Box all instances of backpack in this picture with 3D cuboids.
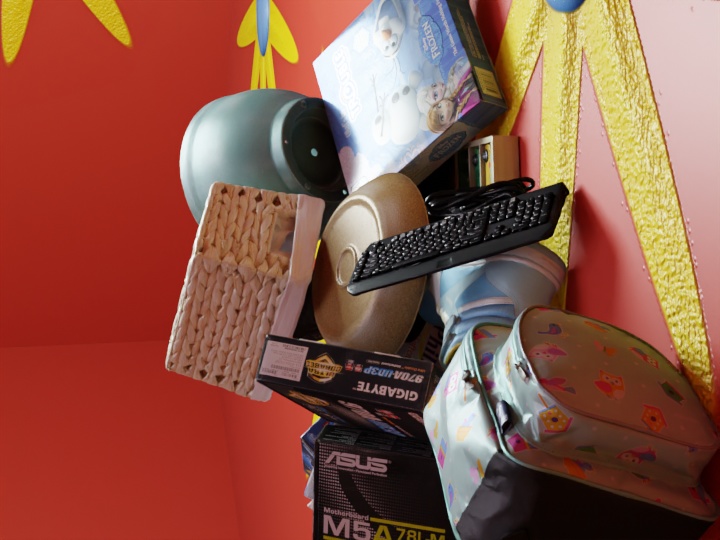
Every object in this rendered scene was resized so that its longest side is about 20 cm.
[{"bbox_3d":[0.140,0.113,0.885,0.200,0.174,0.154,-118,46,-66],"label":"backpack"}]

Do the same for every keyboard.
[{"bbox_3d":[0.078,-0.041,1.095,0.040,0.199,0.104,61,-149,-23],"label":"keyboard"}]

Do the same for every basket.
[{"bbox_3d":[-0.125,0.019,1.346,0.136,0.122,0.201,-82,11,-46],"label":"basket"}]

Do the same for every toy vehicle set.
[{"bbox_3d":[0.125,-0.028,1.255,0.124,0.026,0.202,179,89,-78],"label":"toy vehicle set"}]

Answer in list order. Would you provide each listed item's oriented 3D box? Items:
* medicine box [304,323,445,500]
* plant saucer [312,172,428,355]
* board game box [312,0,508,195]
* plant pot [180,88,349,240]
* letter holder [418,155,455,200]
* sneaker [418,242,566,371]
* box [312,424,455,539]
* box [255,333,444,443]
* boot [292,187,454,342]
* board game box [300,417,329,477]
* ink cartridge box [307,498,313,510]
[{"bbox_3d":[0.026,0.157,1.405,0.200,0.102,0.183,108,-175,-58],"label":"medicine box"},{"bbox_3d":[0.000,0.000,1.239,0.200,0.035,0.202,-31,53,54],"label":"plant saucer"},{"bbox_3d":[0.044,-0.192,1.313,0.199,0.043,0.201,-40,53,37],"label":"board game box"},{"bbox_3d":[-0.082,-0.117,1.419,0.134,0.199,0.202,-17,73,46],"label":"plant pot"},{"bbox_3d":[0.047,-0.101,1.440,0.142,0.100,0.202,-120,31,-61],"label":"letter holder"},{"bbox_3d":[0.090,0.050,1.129,0.200,0.079,0.131,-25,36,61],"label":"sneaker"},{"bbox_3d":[0.051,0.261,1.265,0.048,0.198,0.195,-51,-34,-64],"label":"box"},{"bbox_3d":[0.013,0.114,1.167,0.200,0.158,0.046,45,-124,-66],"label":"box"},{"bbox_3d":[0.013,-0.003,1.350,0.173,0.069,0.201,0,52,48],"label":"boot"},{"bbox_3d":[-0.006,0.275,1.658,0.200,0.062,0.200,48,166,0],"label":"board game box"},{"bbox_3d":[0.018,0.327,1.403,0.068,0.199,0.117,-58,-1,-23],"label":"ink cartridge box"}]
